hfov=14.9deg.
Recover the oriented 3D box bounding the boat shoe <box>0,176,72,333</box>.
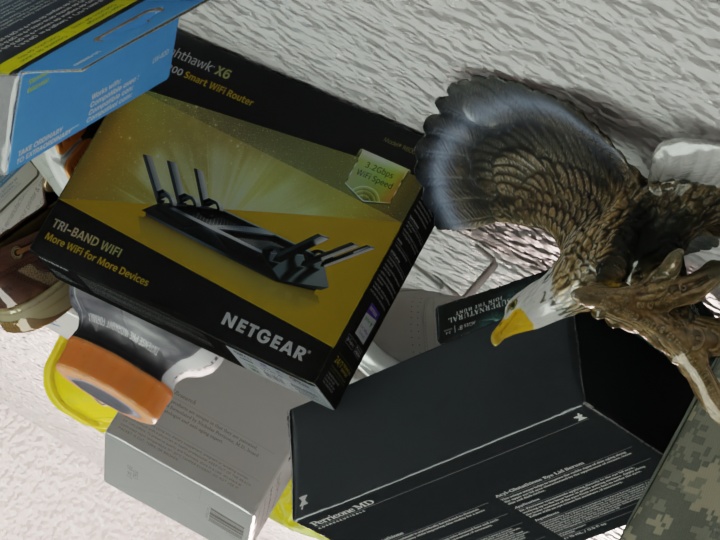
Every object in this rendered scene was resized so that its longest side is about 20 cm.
[{"bbox_3d":[-0.169,-0.046,1.735,0.072,0.200,0.072,-1,126,51],"label":"boat shoe"}]

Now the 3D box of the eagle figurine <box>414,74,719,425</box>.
[{"bbox_3d":[0.118,-0.017,1.376,0.200,0.150,0.152,-112,14,-62],"label":"eagle figurine"}]

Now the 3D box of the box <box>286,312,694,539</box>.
[{"bbox_3d":[0.079,0.102,1.563,0.200,0.079,0.141,-24,146,29],"label":"box"}]

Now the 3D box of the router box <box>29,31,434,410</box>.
[{"bbox_3d":[-0.066,-0.033,1.583,0.199,0.158,0.052,24,167,21],"label":"router box"}]

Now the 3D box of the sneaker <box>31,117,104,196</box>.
[{"bbox_3d":[-0.206,-0.117,1.661,0.092,0.076,0.200,4,132,40],"label":"sneaker"}]

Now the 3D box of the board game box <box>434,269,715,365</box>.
[{"bbox_3d":[0.147,0.057,1.598,0.135,0.028,0.200,-19,144,23],"label":"board game box"}]

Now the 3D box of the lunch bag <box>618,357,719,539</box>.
[{"bbox_3d":[0.249,0.133,1.456,0.167,0.200,0.139,27,171,26],"label":"lunch bag"}]

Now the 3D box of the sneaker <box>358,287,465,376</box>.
[{"bbox_3d":[0.085,0.036,1.658,0.199,0.075,0.100,10,145,-19],"label":"sneaker"}]

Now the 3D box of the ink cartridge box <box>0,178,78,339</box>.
[{"bbox_3d":[-0.219,-0.033,2.006,0.200,0.129,0.125,29,168,4],"label":"ink cartridge box"}]

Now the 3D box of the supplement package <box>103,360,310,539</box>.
[{"bbox_3d":[-0.080,0.077,1.930,0.119,0.200,0.121,28,160,5],"label":"supplement package"}]

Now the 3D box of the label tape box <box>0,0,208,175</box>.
[{"bbox_3d":[-0.176,-0.106,1.469,0.199,0.144,0.064,6,117,35],"label":"label tape box"}]

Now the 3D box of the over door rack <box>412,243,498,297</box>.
[{"bbox_3d":[0.000,0.000,1.785,0.199,0.067,0.148,25,168,18],"label":"over door rack"}]

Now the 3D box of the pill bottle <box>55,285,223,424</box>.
[{"bbox_3d":[-0.108,-0.008,1.673,0.106,0.200,0.106,27,168,6],"label":"pill bottle"}]

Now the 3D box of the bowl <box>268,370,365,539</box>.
[{"bbox_3d":[0.004,0.106,2.057,0.200,0.200,0.108,24,125,24],"label":"bowl"}]

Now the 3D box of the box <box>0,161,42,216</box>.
[{"bbox_3d":[-0.310,-0.125,1.855,0.200,0.060,0.117,51,167,-23],"label":"box"}]

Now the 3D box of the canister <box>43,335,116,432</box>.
[{"bbox_3d":[-0.171,0.053,2.209,0.086,0.149,0.200,33,165,-17],"label":"canister"}]
